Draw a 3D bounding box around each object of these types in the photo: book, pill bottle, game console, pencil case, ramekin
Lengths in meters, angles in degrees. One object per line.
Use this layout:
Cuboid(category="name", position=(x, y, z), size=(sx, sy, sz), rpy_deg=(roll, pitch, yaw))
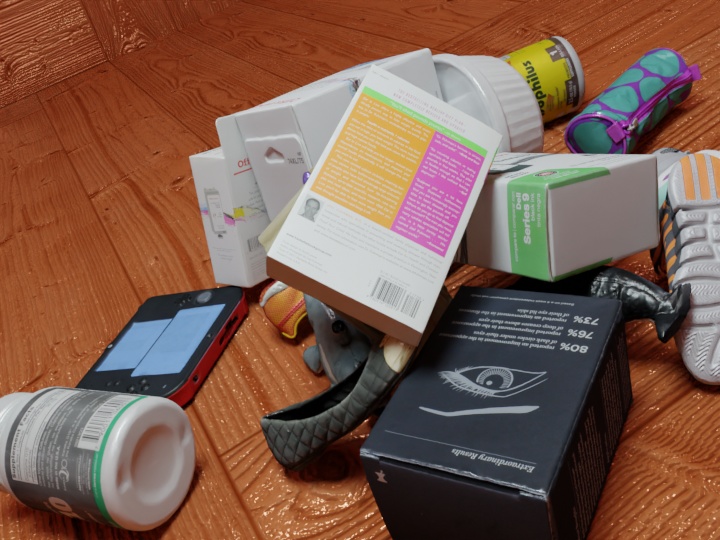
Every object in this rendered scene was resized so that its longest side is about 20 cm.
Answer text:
Cuboid(category="book", position=(0.025, -0.057, 0.611), size=(0.131, 0.048, 0.203), rpy_deg=(25, 62, 4))
Cuboid(category="pill bottle", position=(0.213, -0.251, 1.084), size=(0.196, 0.111, 0.110), rpy_deg=(-22, 31, -4))
Cuboid(category="game console", position=(-0.237, 0.090, 0.894), size=(0.172, 0.032, 0.201), rpy_deg=(-4, 35, 25))
Cuboid(category="pill bottle", position=(-0.261, 0.169, 0.705), size=(0.195, 0.115, 0.114), rpy_deg=(0, 36, 29))
Cuboid(category="pencil case", position=(0.348, -0.206, 0.964), size=(0.199, 0.086, 0.091), rpy_deg=(-41, 21, -30))
Cuboid(category="ramekin", position=(0.137, -0.166, 0.923), size=(0.093, 0.207, 0.201), rpy_deg=(-21, 28, -28))

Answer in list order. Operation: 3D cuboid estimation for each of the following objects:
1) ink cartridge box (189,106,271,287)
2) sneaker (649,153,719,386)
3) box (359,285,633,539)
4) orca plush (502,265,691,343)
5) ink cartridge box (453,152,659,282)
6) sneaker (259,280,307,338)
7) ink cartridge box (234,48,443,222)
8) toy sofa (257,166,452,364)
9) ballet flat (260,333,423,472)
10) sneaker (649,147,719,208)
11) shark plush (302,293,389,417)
Cuboid(category="ink cartridge box", position=(-0.139, -0.096, 0.937), size=(0.066, 0.205, 0.116), rpy_deg=(7, 23, 37))
Cuboid(category="sneaker", position=(0.304, 0.009, 0.671), size=(0.075, 0.112, 0.205), rpy_deg=(3, 70, 12))
Cuboid(category="box", position=(0.113, 0.116, 0.582), size=(0.145, 0.106, 0.201), rpy_deg=(5, 40, 34))
Cuboid(category="orca plush", position=(0.179, 0.032, 0.660), size=(0.198, 0.070, 0.108), rpy_deg=(18, 88, 56))
Cuboid(category="ink cartridge box", position=(0.155, -0.059, 0.713), size=(0.143, 0.086, 0.198), rpy_deg=(-16, 16, -30))
Cuboid(category="sneaker", position=(-0.022, -0.001, 0.861), size=(0.199, 0.078, 0.073), rpy_deg=(-39, 6, -5))
Cuboid(category="ink cartridge box", position=(-0.015, -0.148, 0.877), size=(0.197, 0.149, 0.145), rpy_deg=(-29, 20, -29))
Cuboid(category="toy sofa", position=(0.000, 0.000, 0.722), size=(0.083, 0.199, 0.098), rpy_deg=(-45, 34, 10))
Cuboid(category="ballet flat", position=(-0.020, 0.104, 0.632), size=(0.200, 0.057, 0.067), rpy_deg=(-45, 1, 30))
Cuboid(category="sneaker", position=(0.369, -0.108, 0.811), size=(0.195, 0.080, 0.140), rpy_deg=(-12, 18, -14))
Cuboid(category="shark plush", position=(-0.022, 0.080, 0.733), size=(0.089, 0.085, 0.201), rpy_deg=(-17, 31, 2))
